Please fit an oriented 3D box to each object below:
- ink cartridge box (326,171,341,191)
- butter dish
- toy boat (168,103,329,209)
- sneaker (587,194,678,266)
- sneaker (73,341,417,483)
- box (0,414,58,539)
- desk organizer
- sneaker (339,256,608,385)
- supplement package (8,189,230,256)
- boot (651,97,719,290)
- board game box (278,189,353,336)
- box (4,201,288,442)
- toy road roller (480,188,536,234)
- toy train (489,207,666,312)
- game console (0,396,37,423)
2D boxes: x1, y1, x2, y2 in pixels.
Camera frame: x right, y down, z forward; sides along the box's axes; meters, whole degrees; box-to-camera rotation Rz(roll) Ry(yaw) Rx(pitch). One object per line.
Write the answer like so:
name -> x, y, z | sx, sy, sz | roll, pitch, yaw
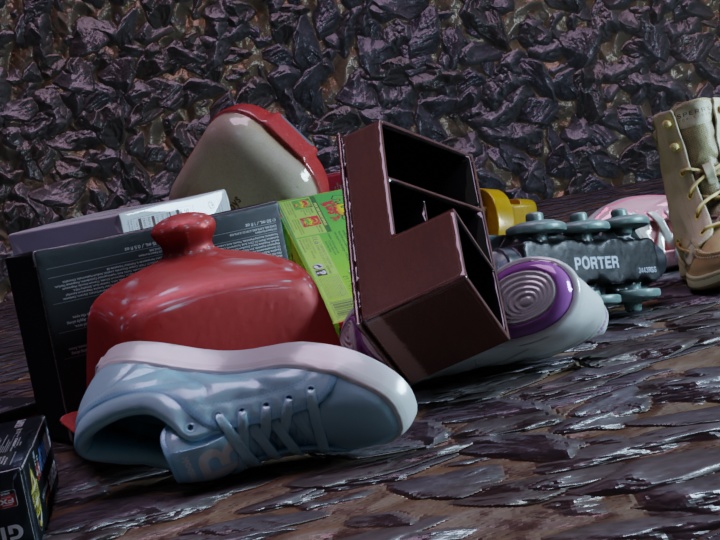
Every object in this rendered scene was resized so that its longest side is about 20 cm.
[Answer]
ink cartridge box -> -0.068, -0.062, 2.293 | 0.200, 0.146, 0.083 | -7, 4, 37
butter dish -> -0.105, 0.034, 1.056 | 0.200, 0.148, 0.199 | -13, 4, -18
toy boat -> -0.091, -0.083, 1.489 | 0.131, 0.131, 0.200 | -44, -3, -41
sneaker -> 0.309, -0.042, 1.501 | 0.200, 0.076, 0.105 | -8, -3, -23
sneaker -> -0.069, 0.091, 0.886 | 0.200, 0.074, 0.082 | -1, 43, 23
box -> -0.251, 0.128, 0.865 | 0.159, 0.046, 0.200 | -12, 4, -8
desk organizer -> 0.039, -0.024, 1.065 | 0.077, 0.072, 0.200 | -25, 39, 16
sneaker -> 0.078, 0.046, 1.105 | 0.200, 0.075, 0.100 | -11, -20, 32
supplement package -> -0.198, 0.024, 1.382 | 0.111, 0.156, 0.200 | -17, 7, -38
boot -> 0.295, -0.067, 1.330 | 0.073, 0.156, 0.200 | -10, 4, 4
board game box -> 0.000, 0.000, 1.323 | 0.101, 0.048, 0.200 | -11, 34, -11
box -> -0.151, 0.036, 1.200 | 0.200, 0.141, 0.079 | -13, 2, -28
toy road roller -> 0.102, -0.035, 1.725 | 0.146, 0.123, 0.200 | 4, -3, -29
toy train -> 0.151, 0.002, 1.244 | 0.200, 0.085, 0.114 | -4, -8, -43
game console -> -0.382, 0.086, 1.277 | 0.172, 0.119, 0.200 | -7, 6, 44
